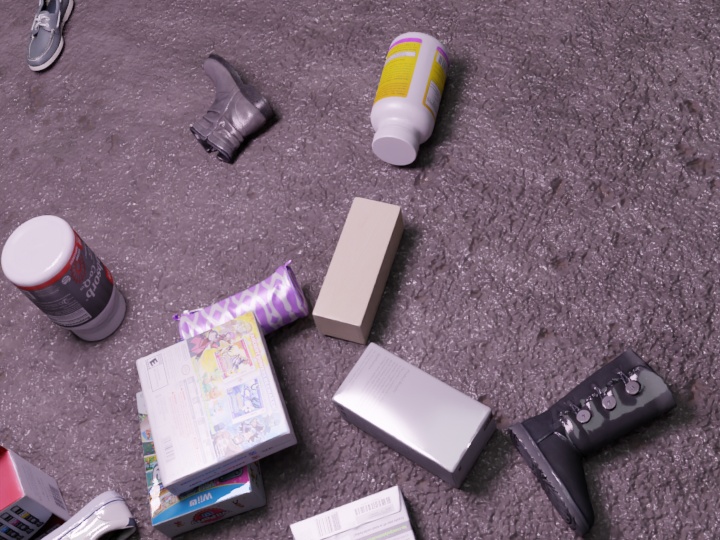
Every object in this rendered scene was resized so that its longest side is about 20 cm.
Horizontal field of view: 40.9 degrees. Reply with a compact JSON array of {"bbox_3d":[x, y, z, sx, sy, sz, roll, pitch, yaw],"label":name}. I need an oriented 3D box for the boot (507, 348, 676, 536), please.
[{"bbox_3d":[0.310,0.211,1.209,0.198,0.066,0.166,-28,58,-7],"label":"boot"}]

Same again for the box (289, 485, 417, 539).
[{"bbox_3d":[0.008,0.389,1.198,0.154,0.041,0.202,-21,55,3],"label":"box"}]

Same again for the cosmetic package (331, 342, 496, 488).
[{"bbox_3d":[0.071,0.190,1.282,0.198,0.074,0.102,29,71,27],"label":"cosmetic package"}]

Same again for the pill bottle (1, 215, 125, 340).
[{"bbox_3d":[-0.440,0.018,1.455,0.114,0.201,0.118,-7,58,12],"label":"pill bottle"}]

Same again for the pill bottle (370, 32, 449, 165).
[{"bbox_3d":[0.075,-0.271,1.538,0.102,0.105,0.203,6,61,19],"label":"pill bottle"}]

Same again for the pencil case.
[{"bbox_3d":[-0.174,0.065,1.418,0.197,0.084,0.087,-24,87,-1],"label":"pencil case"}]

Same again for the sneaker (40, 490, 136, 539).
[{"bbox_3d":[-0.389,0.386,1.296,0.200,0.073,0.071,-44,55,-12],"label":"sneaker"}]

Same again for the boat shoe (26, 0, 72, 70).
[{"bbox_3d":[-0.615,-0.480,1.880,0.071,0.062,0.203,-2,59,15],"label":"boat shoe"}]

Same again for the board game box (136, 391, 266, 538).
[{"bbox_3d":[-0.222,0.245,1.339,0.145,0.065,0.202,-20,57,4],"label":"board game box"}]

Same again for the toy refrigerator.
[{"bbox_3d":[0.000,0.000,1.420,0.075,0.070,0.203,12,64,14],"label":"toy refrigerator"}]

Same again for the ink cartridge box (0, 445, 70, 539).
[{"bbox_3d":[-0.525,0.340,1.301,0.198,0.176,0.084,-34,56,-5],"label":"ink cartridge box"}]

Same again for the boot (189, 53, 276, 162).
[{"bbox_3d":[-0.248,-0.282,1.664,0.131,0.070,0.200,-43,53,-5],"label":"boot"}]

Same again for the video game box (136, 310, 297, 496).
[{"bbox_3d":[-0.198,0.176,1.310,0.180,0.047,0.202,-24,56,2],"label":"video game box"}]
